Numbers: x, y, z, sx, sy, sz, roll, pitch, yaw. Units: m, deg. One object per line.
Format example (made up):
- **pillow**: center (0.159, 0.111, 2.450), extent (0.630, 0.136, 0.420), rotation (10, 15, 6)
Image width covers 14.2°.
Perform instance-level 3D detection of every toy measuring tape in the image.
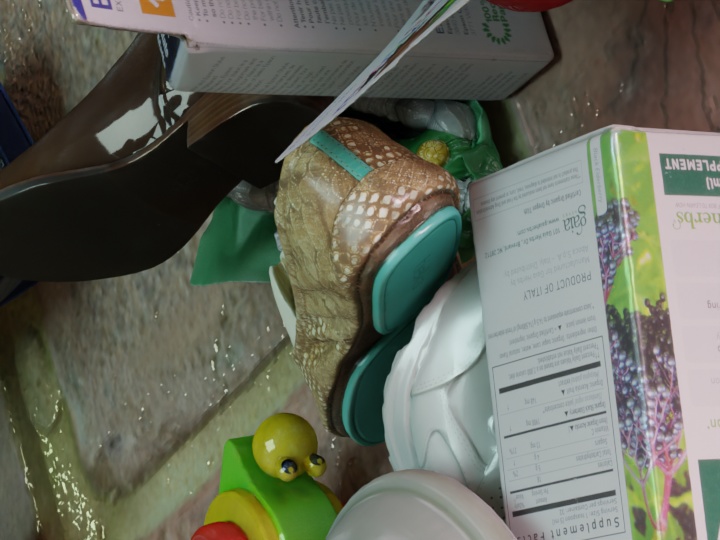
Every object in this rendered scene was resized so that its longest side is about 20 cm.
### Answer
- **toy measuring tape**: center (-0.034, 0.149, 1.123), extent (0.074, 0.073, 0.200), rotation (39, 130, 49)

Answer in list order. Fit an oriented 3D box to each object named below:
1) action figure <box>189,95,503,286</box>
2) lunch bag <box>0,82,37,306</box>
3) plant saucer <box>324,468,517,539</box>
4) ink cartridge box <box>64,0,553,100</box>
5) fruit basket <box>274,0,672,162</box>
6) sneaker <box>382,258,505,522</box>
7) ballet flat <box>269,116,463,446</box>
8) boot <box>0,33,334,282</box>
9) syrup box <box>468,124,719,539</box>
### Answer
- **action figure**: center (-0.006, -0.039, 1.096), extent (0.200, 0.055, 0.118), rotation (13, 97, 51)
- **lunch bag**: center (-0.227, -0.026, 1.334), extent (0.200, 0.132, 0.136), rotation (-28, 91, 46)
- **plant saucer**: center (0.011, 0.167, 0.941), extent (0.200, 0.050, 0.201), rotation (20, 112, 61)
- **ink cartridge box**: center (-0.043, -0.155, 1.020), extent (0.041, 0.200, 0.200), rotation (-41, 56, 47)
- **fruit basket**: center (0.064, -0.131, 0.898), extent (0.094, 0.185, 0.200), rotation (49, 138, -10)
- **sneaker**: center (0.061, 0.090, 0.986), extent (0.099, 0.078, 0.200), rotation (25, 119, 46)
- **ballet flat**: center (0.000, 0.000, 1.008), extent (0.065, 0.070, 0.200), rotation (45, 161, 16)
- **boot**: center (-0.076, -0.106, 1.114), extent (0.186, 0.064, 0.200), rotation (-21, 50, 29)
- **syrup box**: center (0.097, 0.061, 0.918), extent (0.081, 0.079, 0.200), rotation (-21, 72, 53)
